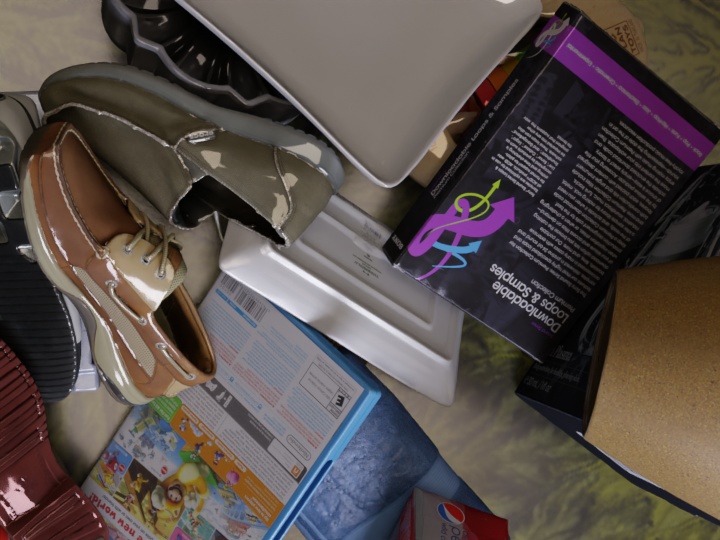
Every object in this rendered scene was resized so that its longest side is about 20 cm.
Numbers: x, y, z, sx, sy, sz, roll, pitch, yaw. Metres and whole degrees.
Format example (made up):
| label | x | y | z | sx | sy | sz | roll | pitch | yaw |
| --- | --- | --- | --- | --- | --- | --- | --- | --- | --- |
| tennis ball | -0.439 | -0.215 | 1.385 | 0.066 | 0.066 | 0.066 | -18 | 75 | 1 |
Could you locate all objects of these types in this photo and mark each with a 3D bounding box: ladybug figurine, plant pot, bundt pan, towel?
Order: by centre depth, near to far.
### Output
| label | x | y | z | sx | sy | sz | roll | pitch | yaw |
| --- | --- | --- | --- | --- | --- | --- | --- | --- | --- |
| plant pot | 0.224 | 0.065 | 0.752 | 0.197 | 0.186 | 0.189 | 12 | 89 | 5 |
| bundt pan | -0.082 | -0.178 | 0.917 | 0.199 | 0.076 | 0.204 | 9 | 65 | -20 |
| towel | 0.011 | 0.153 | 0.947 | 0.111 | 0.049 | 0.201 | -35 | 104 | 17 |
| ladybug figurine | 0.106 | -0.124 | 0.974 | 0.198 | 0.072 | 0.137 | -24 | 95 | -8 |

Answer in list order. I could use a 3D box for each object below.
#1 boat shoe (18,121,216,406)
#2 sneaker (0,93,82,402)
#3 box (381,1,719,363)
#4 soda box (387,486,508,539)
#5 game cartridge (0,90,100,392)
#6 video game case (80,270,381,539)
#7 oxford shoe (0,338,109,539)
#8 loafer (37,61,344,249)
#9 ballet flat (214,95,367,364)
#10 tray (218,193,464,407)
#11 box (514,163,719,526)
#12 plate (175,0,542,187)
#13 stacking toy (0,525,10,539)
| label | x | y | z | sx | sy | sz | roll | pitch | yaw |
| --- | --- | --- | --- | --- | --- | --- | --- | --- | --- |
| boat shoe | -0.141 | -0.004 | 0.862 | 0.073 | 0.076 | 0.201 | -7 | 129 | 16 |
| sneaker | -0.204 | -0.016 | 0.895 | 0.073 | 0.089 | 0.202 | 2 | 116 | 17 |
| box | 0.126 | -0.053 | 0.933 | 0.142 | 0.036 | 0.201 | 33 | 100 | -27 |
| soda box | 0.028 | 0.241 | 0.922 | 0.069 | 0.064 | 0.201 | 20 | 121 | -7 |
| game cartridge | -0.244 | -0.017 | 0.940 | 0.131 | 0.042 | 0.203 | -2 | 91 | -5 |
| video game case | -0.091 | 0.115 | 0.911 | 0.143 | 0.018 | 0.201 | 40 | 101 | 29 |
| oxford shoe | -0.232 | 0.111 | 0.900 | 0.070 | 0.075 | 0.202 | -30 | 112 | -22 |
| loafer | -0.111 | -0.067 | 0.852 | 0.198 | 0.075 | 0.070 | 17 | 71 | 12 |
| ballet flat | -0.058 | -0.018 | 0.957 | 0.065 | 0.071 | 0.202 | -25 | 86 | 0 |
| tray | 0.000 | 0.000 | 0.926 | 0.199 | 0.022 | 0.108 | 33 | 48 | -27 |
| box | 0.223 | 0.044 | 0.929 | 0.123 | 0.200 | 0.198 | 36 | 85 | -8 |
| plate | -0.007 | -0.171 | 0.884 | 0.199 | 0.032 | 0.200 | 41 | 58 | -1 |
| stacking toy | -0.286 | 0.123 | 0.895 | 0.085 | 0.085 | 0.201 | -33 | 117 | -7 |
